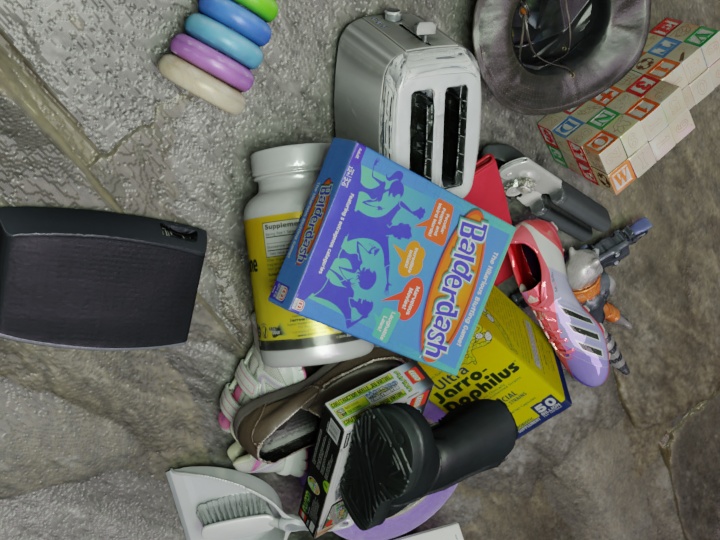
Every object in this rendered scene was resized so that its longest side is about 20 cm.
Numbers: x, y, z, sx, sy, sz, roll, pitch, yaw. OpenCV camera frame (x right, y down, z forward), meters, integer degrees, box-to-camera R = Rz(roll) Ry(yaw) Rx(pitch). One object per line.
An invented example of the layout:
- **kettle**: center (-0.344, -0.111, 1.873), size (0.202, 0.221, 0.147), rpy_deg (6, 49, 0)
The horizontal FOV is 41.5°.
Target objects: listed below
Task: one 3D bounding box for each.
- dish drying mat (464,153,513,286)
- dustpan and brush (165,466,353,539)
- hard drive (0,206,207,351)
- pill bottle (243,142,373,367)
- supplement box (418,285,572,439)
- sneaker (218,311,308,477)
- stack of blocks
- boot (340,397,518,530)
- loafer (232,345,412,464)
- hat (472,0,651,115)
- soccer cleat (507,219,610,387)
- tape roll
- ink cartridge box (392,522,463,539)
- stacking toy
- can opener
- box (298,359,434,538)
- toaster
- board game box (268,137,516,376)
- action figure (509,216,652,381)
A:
- **dish drying mat**: center (0.131, -0.043, 1.042), size (0.076, 0.018, 0.201), rpy_deg (-34, 142, -7)
- **dustpan and brush**: center (-0.105, 0.272, 1.038), size (0.197, 0.057, 0.141), rpy_deg (-9, 118, 1)
- **hard drive**: center (-0.246, 0.014, 0.894), size (0.198, 0.042, 0.136), rpy_deg (6, 111, -29)
- **pill bottle**: center (-0.052, -0.015, 0.908), size (0.111, 0.112, 0.203), rpy_deg (-7, 91, -24)
- **supplement box**: center (0.124, 0.088, 1.044), size (0.109, 0.110, 0.199), rpy_deg (-38, 119, 24)
- **sneaker**: center (-0.106, 0.137, 1.002), size (0.087, 0.081, 0.203), rpy_deg (-9, 112, -18)
- **stack of blocks**: center (0.309, -0.184, 1.040), size (0.199, 0.115, 0.059), rpy_deg (-40, 125, -5)
- **boot**: center (0.075, 0.156, 0.883), size (0.167, 0.077, 0.201), rpy_deg (-22, 152, -26)
- **loafer**: center (-0.028, 0.141, 0.948), size (0.198, 0.071, 0.074), rpy_deg (-28, 122, -3)
- **hat**: center (0.193, -0.259, 0.968), size (0.198, 0.081, 0.203), rpy_deg (-7, 115, -15)
- **soccer cleat**: center (0.212, 0.041, 1.049), size (0.076, 0.066, 0.202), rpy_deg (-23, 93, -42)
- **tape roll**: center (0.022, 0.206, 1.099), size (0.198, 0.085, 0.202), rpy_deg (-11, 119, -21)
- **ink cartridge box**: center (0.019, 0.381, 1.143), size (0.198, 0.084, 0.147), rpy_deg (-8, 156, -24)
- **stacking toy**: center (-0.097, -0.243, 0.829), size (0.085, 0.085, 0.202), rpy_deg (24, 97, -33)
- **can opener**: center (0.215, -0.089, 1.070), size (0.052, 0.067, 0.199), rpy_deg (-29, 141, 34)
- **box**: center (0.002, 0.182, 0.947), size (0.109, 0.035, 0.201), rpy_deg (-23, 145, -31)
- **toaster**: center (0.044, -0.143, 0.915), size (0.112, 0.129, 0.203), rpy_deg (-9, 117, -22)
- **board game box**: center (0.034, -0.008, 0.851), size (0.199, 0.045, 0.154), rpy_deg (23, 89, -34)
- **action figure**: center (0.291, 0.032, 1.142), size (0.199, 0.105, 0.194), rpy_deg (-34, 137, -1)
